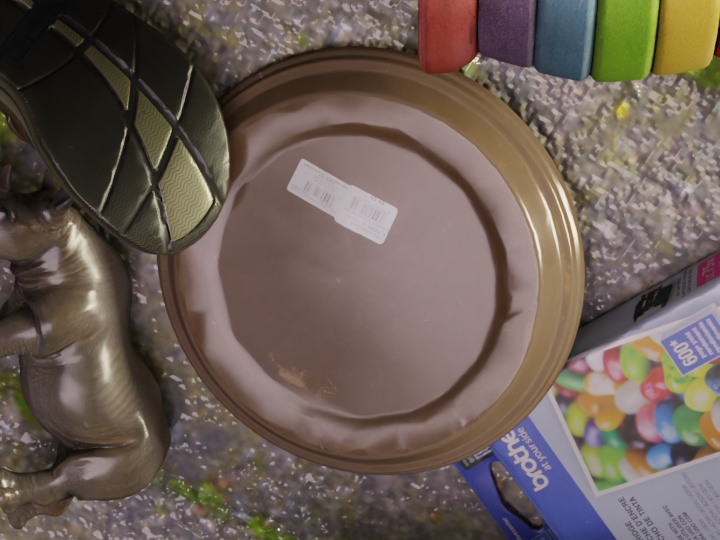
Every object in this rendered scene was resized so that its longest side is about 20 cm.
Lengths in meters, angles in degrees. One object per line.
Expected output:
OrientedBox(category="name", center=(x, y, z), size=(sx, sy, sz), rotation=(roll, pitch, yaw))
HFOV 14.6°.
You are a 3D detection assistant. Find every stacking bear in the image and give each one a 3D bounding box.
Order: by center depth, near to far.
OrientedBox(category="stacking bear", center=(0.126, -0.130, 1.157), size=(0.199, 0.114, 0.122), rotation=(3, 116, 3))

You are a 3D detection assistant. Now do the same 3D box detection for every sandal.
OrientedBox(category="sandal", center=(-0.134, -0.091, 1.246), size=(0.080, 0.057, 0.201), rotation=(-44, 85, -12))

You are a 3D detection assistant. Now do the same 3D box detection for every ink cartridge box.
OrientedBox(category="ink cartridge box", center=(0.138, 0.074, 1.289), size=(0.200, 0.042, 0.119), rotation=(-29, 107, 23))

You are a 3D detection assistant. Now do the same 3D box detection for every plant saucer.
OrientedBox(category="plant saucer", center=(0.000, 0.000, 1.261), size=(0.200, 0.029, 0.201), rotation=(4, 106, 15))

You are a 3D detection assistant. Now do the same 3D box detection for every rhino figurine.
OrientedBox(category="rhino figurine", center=(-0.145, 0.026, 1.299), size=(0.087, 0.060, 0.200), rotation=(-16, 113, -5))
